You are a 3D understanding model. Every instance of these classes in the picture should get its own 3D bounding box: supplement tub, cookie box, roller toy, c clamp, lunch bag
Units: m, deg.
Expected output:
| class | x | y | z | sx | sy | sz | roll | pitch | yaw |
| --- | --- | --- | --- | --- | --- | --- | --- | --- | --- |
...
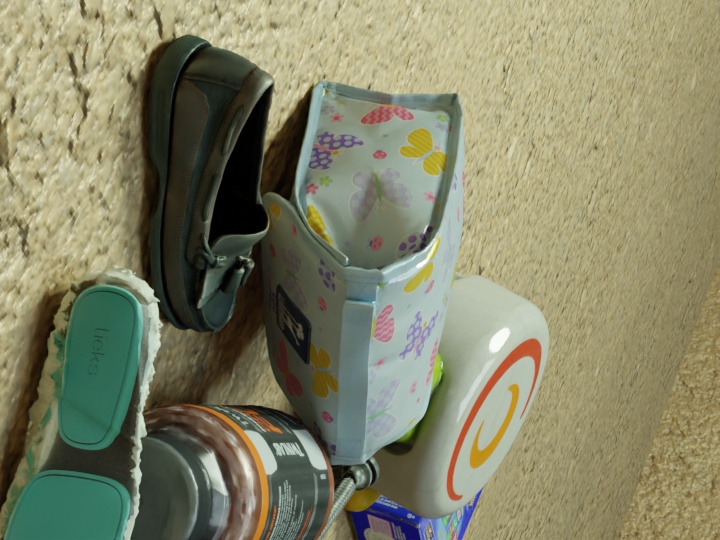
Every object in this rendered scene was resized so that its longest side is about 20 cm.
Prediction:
| class | x | y | z | sx | sy | sz | roll | pitch | yaw |
| --- | --- | --- | --- | --- | --- | --- | --- | --- | --- |
| supplement tub | -0.091 | 0.132 | 1.076 | 0.200 | 0.107 | 0.107 | 15 | 92 | -73 |
| cookie box | 0.067 | 0.170 | 1.645 | 0.171 | 0.075 | 0.200 | 77 | 34 | -57 |
| roller toy | 0.046 | 0.085 | 1.397 | 0.183 | 0.139 | 0.200 | -48 | 154 | -32 |
| c clamp | -0.043 | 0.183 | 1.239 | 0.171 | 0.027 | 0.200 | -33 | -169 | 31 |
| lunch bag | 0.000 | 0.000 | 1.179 | 0.200 | 0.127 | 0.170 | -81 | 175 | -48 |

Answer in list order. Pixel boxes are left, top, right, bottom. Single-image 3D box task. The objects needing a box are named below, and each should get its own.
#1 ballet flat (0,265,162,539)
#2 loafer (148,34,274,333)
| class | x | y | z | sx | sy | sz | roll | pitch | yaw |
| --- | --- | --- | --- | --- | --- | --- | --- | --- | --- |
| ballet flat | -0.144 | 0.095 | 0.958 | 0.072 | 0.072 | 0.201 | 7 | 100 | -72 |
| loafer | -0.080 | -0.037 | 1.026 | 0.072 | 0.063 | 0.201 | -56 | 155 | -43 |
